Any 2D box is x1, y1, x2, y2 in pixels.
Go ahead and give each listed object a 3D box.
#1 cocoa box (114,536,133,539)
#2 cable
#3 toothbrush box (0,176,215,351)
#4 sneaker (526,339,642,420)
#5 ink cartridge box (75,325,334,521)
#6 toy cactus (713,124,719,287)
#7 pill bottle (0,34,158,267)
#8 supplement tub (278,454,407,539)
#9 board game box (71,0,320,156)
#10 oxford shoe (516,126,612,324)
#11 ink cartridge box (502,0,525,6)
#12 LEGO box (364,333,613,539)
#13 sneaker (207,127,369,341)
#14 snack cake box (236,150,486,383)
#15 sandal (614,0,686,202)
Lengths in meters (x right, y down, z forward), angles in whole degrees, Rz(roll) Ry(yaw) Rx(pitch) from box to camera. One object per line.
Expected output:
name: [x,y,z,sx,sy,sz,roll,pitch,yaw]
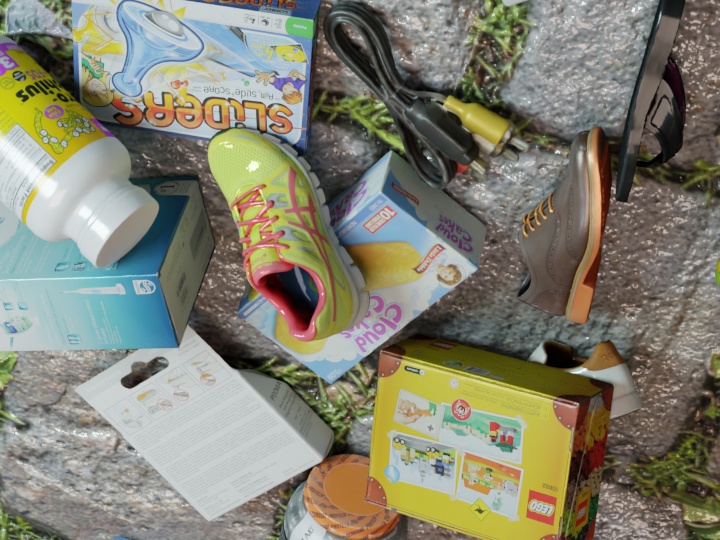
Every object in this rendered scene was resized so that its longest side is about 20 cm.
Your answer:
cocoa box: [-0.189,0.391,1.822,0.200,0.133,0.131,15,129,-1]
cable: [0.043,-0.142,1.424,0.200,0.050,0.097,43,142,-8]
toothbrush box: [-0.244,-0.006,1.507,0.200,0.146,0.085,-2,128,11]
sneaker: [0.162,0.111,1.587,0.200,0.073,0.085,-20,87,34]
ink cartridge box: [-0.150,0.139,1.675,0.163,0.057,0.200,-31,109,30]
toy cactus: [0.347,-0.055,1.397,0.165,0.102,0.200,45,132,-11]
pill bottle: [-0.261,-0.095,1.420,0.200,0.104,0.104,43,128,10]
supplement tub: [-0.023,0.284,1.711,0.122,0.123,0.200,13,130,0]
board game box: [-0.137,-0.172,1.424,0.200,0.034,0.135,9,129,5]
oxford shoe: [0.169,-0.037,1.452,0.073,0.071,0.200,11,130,9]
ink cartridge box: [0.132,-0.307,1.232,0.147,0.083,0.200,-17,124,24]
LEGO box: [0.112,0.155,1.536,0.200,0.077,0.149,14,108,28]
sneaker: [-0.068,-0.028,1.422,0.078,0.090,0.200,-32,93,34]
snack cake box: [0.000,0.000,1.515,0.115,0.067,0.200,38,125,-17]
sandal: [0.238,-0.132,1.356,0.048,0.075,0.201,14,129,5]
